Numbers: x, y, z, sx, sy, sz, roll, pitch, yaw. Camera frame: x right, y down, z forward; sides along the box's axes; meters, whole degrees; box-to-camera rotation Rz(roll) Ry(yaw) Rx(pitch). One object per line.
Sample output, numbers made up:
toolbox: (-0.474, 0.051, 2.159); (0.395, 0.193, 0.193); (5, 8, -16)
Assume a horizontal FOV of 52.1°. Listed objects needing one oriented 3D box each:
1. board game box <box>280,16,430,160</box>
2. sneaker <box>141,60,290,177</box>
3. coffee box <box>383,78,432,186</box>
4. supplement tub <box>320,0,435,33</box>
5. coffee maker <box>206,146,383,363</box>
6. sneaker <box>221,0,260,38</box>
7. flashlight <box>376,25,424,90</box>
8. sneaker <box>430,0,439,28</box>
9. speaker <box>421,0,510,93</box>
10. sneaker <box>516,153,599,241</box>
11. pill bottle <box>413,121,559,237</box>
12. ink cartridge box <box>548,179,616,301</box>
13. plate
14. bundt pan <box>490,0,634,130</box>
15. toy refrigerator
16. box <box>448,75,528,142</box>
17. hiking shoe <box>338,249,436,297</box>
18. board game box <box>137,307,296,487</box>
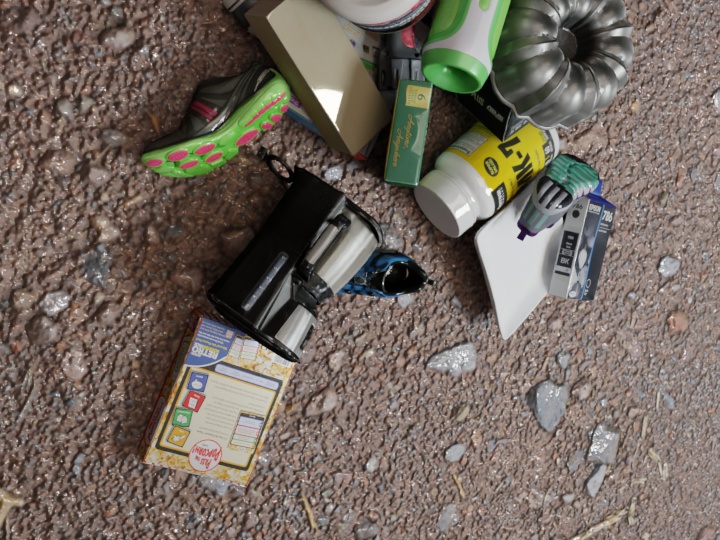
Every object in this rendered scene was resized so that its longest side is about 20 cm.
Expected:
board game box: (-0.013, -0.273, 0.976); (0.152, 0.040, 0.202); (29, 87, -27)
sneaker: (-0.181, -0.184, 0.904); (0.199, 0.077, 0.084); (-33, 69, -6)
coffee box: (0.060, -0.170, 0.946); (0.043, 0.200, 0.125); (9, 97, 2)
supplement tub: (0.021, -0.339, 0.812); (0.138, 0.200, 0.142); (2, 104, 9)
coffee maker: (-0.099, -0.014, 0.922); (0.201, 0.191, 0.135); (-52, 151, -13)
sneaker: (-0.073, -0.366, 0.910); (0.200, 0.078, 0.080); (-42, 110, -1)
flashlight: (0.063, -0.334, 0.943); (0.068, 0.067, 0.203); (-14, 108, -49)
sneaker: (0.122, -0.361, 0.934); (0.077, 0.100, 0.202); (-4, 62, 10)
speaker: (0.132, -0.313, 0.850); (0.088, 0.088, 0.202); (21, 81, -27)
sneaker: (0.283, -0.109, 1.086); (0.199, 0.074, 0.088); (-30, 158, -49)
pill bottle: (0.178, -0.146, 1.053); (0.200, 0.114, 0.115); (-42, 114, -13)
ink cartridge box: (0.361, -0.053, 1.184); (0.099, 0.039, 0.203); (4, 98, -46)
plate: (0.244, -0.031, 1.120); (0.200, 0.032, 0.201); (-42, 128, -28)
bundt pan: (0.252, -0.279, 0.901); (0.199, 0.076, 0.205); (0, 90, -19)
toy refrigerator: (-0.048, -0.244, 0.889); (0.076, 0.070, 0.201); (-44, 126, -11)
box: (0.216, -0.302, 1.010); (0.199, 0.086, 0.164); (-36, 70, -15)
hiking shoe: (0.000, 0.000, 1.008); (0.198, 0.087, 0.075); (-4, 101, -25)
board game box: (-0.184, 0.170, 0.973); (0.150, 0.046, 0.202); (23, 89, -28)
